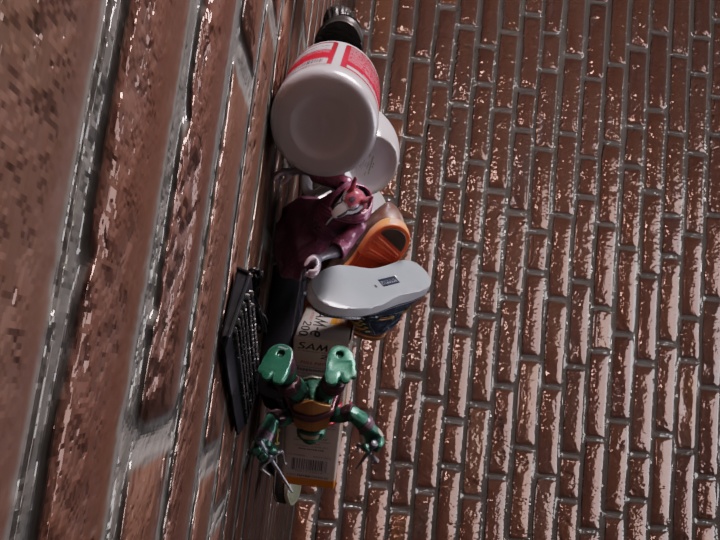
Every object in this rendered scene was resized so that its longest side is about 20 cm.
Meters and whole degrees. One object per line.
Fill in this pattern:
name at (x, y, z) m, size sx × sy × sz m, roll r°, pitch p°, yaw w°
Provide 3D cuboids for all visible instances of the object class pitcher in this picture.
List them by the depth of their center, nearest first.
pitcher at (-0.031, -0.160, 0.953) m, size 0.200 × 0.120 × 0.173 m, roll 51°, pitch -48°, yaw 52°

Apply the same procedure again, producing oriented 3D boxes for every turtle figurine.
turtle figurine at (-0.054, 0.161, 0.753) m, size 0.201 × 0.148 × 0.101 m, roll 90°, pitch -17°, yaw -46°

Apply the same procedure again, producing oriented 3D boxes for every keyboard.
keyboard at (-0.107, 0.065, 0.647) m, size 0.201 × 0.020 × 0.128 m, roll 100°, pitch -4°, yaw -55°

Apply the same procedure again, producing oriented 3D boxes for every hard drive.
hard drive at (-0.105, 0.088, 0.934) m, size 0.135 × 0.042 × 0.202 m, roll 100°, pitch -3°, yaw -69°

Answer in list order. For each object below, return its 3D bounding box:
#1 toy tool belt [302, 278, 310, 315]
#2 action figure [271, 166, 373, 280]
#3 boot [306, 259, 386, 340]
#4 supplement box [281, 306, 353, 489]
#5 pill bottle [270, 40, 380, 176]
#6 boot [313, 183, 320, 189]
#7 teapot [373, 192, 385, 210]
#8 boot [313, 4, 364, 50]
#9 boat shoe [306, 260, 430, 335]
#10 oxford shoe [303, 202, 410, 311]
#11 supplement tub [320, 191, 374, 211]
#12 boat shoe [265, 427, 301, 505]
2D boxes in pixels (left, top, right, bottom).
toy tool belt at (-0.091, 0.119, 1.117) m, size 0.123 × 0.124 × 0.201 m, roll -45°, pitch 153°, yaw -36°
action figure at (-0.029, -0.054, 0.790) m, size 0.199 × 0.148 × 0.136 m, roll -25°, pitch -107°, yaw 56°
boot at (0.000, 0.000, 1.010) m, size 0.155 × 0.200 × 0.077 m, roll -43°, pitch 178°, yaw 38°
supplement box at (-0.055, 0.163, 0.895) m, size 0.126 × 0.073 × 0.202 m, roll -79°, pitch 176°, yaw -76°
pill bottle at (-0.033, -0.192, 0.761) m, size 0.201 × 0.111 × 0.113 m, roll -85°, pitch -178°, yaw -61°
boot at (-0.068, -0.223, 1.216) m, size 0.201 × 0.067 × 0.132 m, roll -88°, pitch 179°, yaw -53°
teapot at (-0.046, -0.094, 1.353) m, size 0.145 × 0.199 × 0.200 m, roll -20°, pitch -168°, yaw 48°
boot at (-0.034, -0.399, 1.156) m, size 0.211 × 0.079 × 0.159 m, roll 125°, pitch -19°, yaw -64°
boat shoe at (0.002, 0.046, 0.848) m, size 0.071 × 0.199 × 0.091 m, roll 53°, pitch -52°, yaw 27°
oxford shoe at (-0.007, -0.009, 0.927) m, size 0.200 × 0.071 × 0.073 m, roll -44°, pitch -147°, yaw 26°
supplement tub at (-0.048, -0.022, 1.169) m, size 0.201 × 0.143 × 0.146 m, roll 99°, pitch -3°, yaw -51°
boat shoe at (-0.125, 0.302, 1.106) m, size 0.202 × 0.060 × 0.072 m, roll -86°, pitch 172°, yaw -63°
